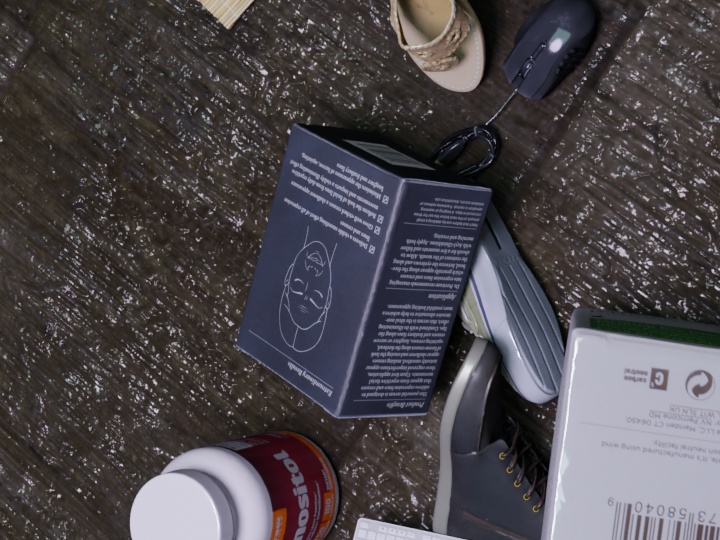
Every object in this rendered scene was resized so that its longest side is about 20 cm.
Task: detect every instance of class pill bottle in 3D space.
[{"bbox_3d":[-0.106,0.201,1.360,0.112,0.199,0.115,1,92,24],"label":"pill bottle"}]

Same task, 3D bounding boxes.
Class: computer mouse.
[{"bbox_3d":[0.121,-0.147,1.340,0.059,0.034,0.201,45,108,16],"label":"computer mouse"}]

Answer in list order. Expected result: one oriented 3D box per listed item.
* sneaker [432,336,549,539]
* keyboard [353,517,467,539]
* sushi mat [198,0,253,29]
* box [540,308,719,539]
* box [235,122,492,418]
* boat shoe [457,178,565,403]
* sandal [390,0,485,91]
[{"bbox_3d":[0.122,0.146,1.305,0.105,0.075,0.202,15,128,17],"label":"sneaker"},{"bbox_3d":[0.083,0.249,1.320,0.197,0.011,0.057,8,66,21],"label":"keyboard"},{"bbox_3d":[-0.084,-0.318,1.442,0.200,0.012,0.096,-45,75,19],"label":"sushi mat"},{"bbox_3d":[0.240,0.143,1.191,0.196,0.171,0.203,7,94,7],"label":"box"},{"bbox_3d":[0.000,0.000,1.325,0.148,0.106,0.202,30,110,44],"label":"box"},{"bbox_3d":[0.108,0.022,1.339,0.062,0.071,0.202,-36,68,38],"label":"boat shoe"},{"bbox_3d":[0.046,-0.207,1.284,0.077,0.070,0.213,8,138,23],"label":"sandal"}]
